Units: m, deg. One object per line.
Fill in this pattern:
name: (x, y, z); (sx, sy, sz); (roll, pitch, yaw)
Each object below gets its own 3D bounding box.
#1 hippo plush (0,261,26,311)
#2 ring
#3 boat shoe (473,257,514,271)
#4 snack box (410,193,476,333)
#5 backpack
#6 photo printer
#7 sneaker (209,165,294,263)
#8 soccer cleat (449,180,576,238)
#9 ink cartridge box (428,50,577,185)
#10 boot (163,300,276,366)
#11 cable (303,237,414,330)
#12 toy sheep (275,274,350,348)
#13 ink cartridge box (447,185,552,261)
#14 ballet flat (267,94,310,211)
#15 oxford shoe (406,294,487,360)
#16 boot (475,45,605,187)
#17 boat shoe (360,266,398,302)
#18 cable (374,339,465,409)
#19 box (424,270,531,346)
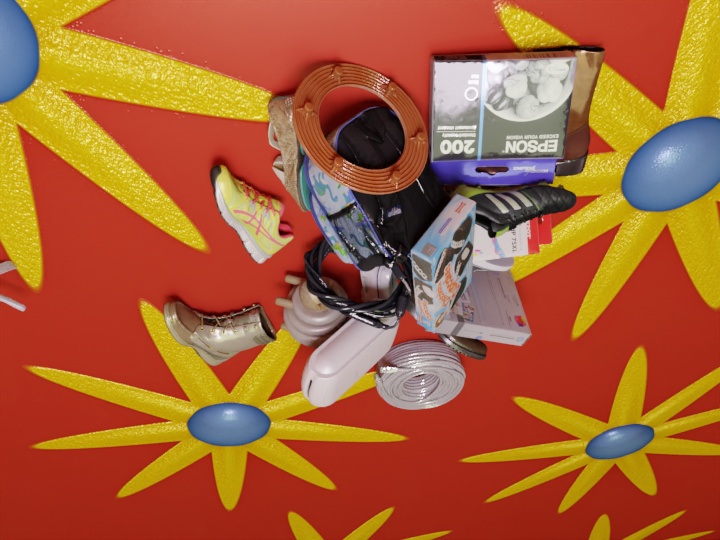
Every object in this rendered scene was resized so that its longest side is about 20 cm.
hippo plush: (-0.695, 0.016, 1.012); (0.159, 0.161, 0.200); (-11, -178, 28)
ring: (0.006, -0.195, 0.836); (0.199, 0.202, 0.019); (13, 153, -21)
boat shoe: (0.177, -0.026, 1.129); (0.198, 0.070, 0.066); (9, 141, -17)
snack box: (0.124, -0.005, 0.924); (0.037, 0.116, 0.201); (29, 155, 24)
backpack: (0.011, -0.117, 0.913); (0.146, 0.183, 0.201); (-18, 106, 47)
photo printer: (-0.024, 0.156, 1.128); (0.200, 0.069, 0.167); (-39, 161, -24)
sneaker: (-0.170, -0.101, 1.000); (0.090, 0.079, 0.201); (-24, 140, 4)
soccer cleat: (0.231, -0.090, 0.963); (0.198, 0.082, 0.068); (0, 158, 4)
ink cartridge box: (0.198, -0.209, 0.908); (0.196, 0.044, 0.202); (-1, 122, 4)
boot: (-0.262, 0.101, 1.187); (0.153, 0.073, 0.200); (-20, 140, 12)
cable: (0.000, 0.000, 1.065); (0.198, 0.164, 0.051); (23, 169, 1)
toy sheep: (-0.082, 0.079, 1.157); (0.136, 0.139, 0.201); (-6, 149, -2)
ink cartridge box: (0.227, -0.082, 1.040); (0.198, 0.067, 0.117); (-8, 100, -1)
ballet flat: (-0.103, -0.177, 0.944); (0.065, 0.071, 0.201); (14, 136, 16)
oxford shoe: (0.176, 0.094, 1.203); (0.200, 0.073, 0.085); (40, 101, -6)
boot: (0.260, -0.227, 0.937); (0.186, 0.069, 0.201); (-3, 132, 7)
boat shoe: (0.035, 0.043, 1.189); (0.066, 0.074, 0.201); (15, 140, 16)
cable: (0.131, 0.235, 1.388); (0.198, 0.070, 0.201); (-10, 137, 1)
box: (0.201, 0.051, 1.147); (0.198, 0.157, 0.041); (9, 136, -18)
